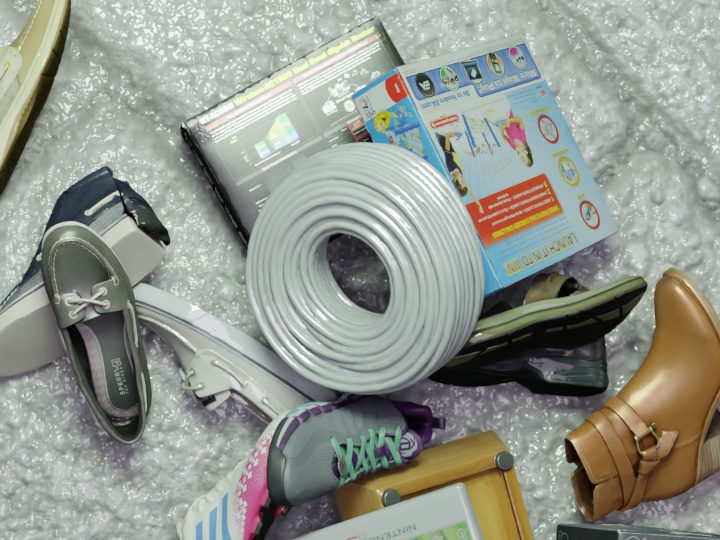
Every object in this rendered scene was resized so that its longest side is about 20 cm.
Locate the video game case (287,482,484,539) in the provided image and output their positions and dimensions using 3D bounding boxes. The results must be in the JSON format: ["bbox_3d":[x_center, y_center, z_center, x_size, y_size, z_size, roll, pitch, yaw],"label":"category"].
[{"bbox_3d":[0.031,0.291,1.387,0.182,0.022,0.200,-20,85,15],"label":"video game case"}]

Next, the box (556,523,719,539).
[{"bbox_3d":[0.243,0.267,1.429,0.132,0.200,0.115,5,84,-6],"label":"box"}]

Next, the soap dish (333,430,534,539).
[{"bbox_3d":[0.077,0.247,1.457,0.157,0.081,0.201,-13,85,-23],"label":"soap dish"}]

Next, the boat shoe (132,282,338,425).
[{"bbox_3d":[-0.119,0.085,1.477,0.200,0.071,0.070,33,79,-9],"label":"boat shoe"}]

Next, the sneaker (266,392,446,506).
[{"bbox_3d":[-0.002,0.139,1.413,0.087,0.200,0.075,1,104,25],"label":"sneaker"}]

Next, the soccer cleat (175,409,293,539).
[{"bbox_3d":[-0.108,0.198,1.449,0.086,0.070,0.200,24,95,24],"label":"soccer cleat"}]

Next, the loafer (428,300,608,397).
[{"bbox_3d":[0.118,0.062,1.507,0.199,0.073,0.072,8,74,-15],"label":"loafer"}]

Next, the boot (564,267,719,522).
[{"bbox_3d":[0.239,0.110,1.482,0.154,0.074,0.200,-21,108,-15],"label":"boot"}]

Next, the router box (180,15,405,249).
[{"bbox_3d":[-0.035,-0.106,1.505,0.200,0.062,0.150,-29,90,-8],"label":"router box"}]

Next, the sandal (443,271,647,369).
[{"bbox_3d":[0.150,0.030,1.452,0.200,0.080,0.057,-11,62,-19],"label":"sandal"}]

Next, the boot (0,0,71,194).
[{"bbox_3d":[-0.343,-0.171,1.476,0.154,0.072,0.200,23,83,-1],"label":"boot"}]

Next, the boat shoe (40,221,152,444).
[{"bbox_3d":[-0.209,0.054,1.422,0.067,0.057,0.200,-17,123,-6],"label":"boat shoe"}]

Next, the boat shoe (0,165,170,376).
[{"bbox_3d":[-0.253,0.000,1.476,0.200,0.075,0.093,-37,51,8],"label":"boat shoe"}]

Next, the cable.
[{"bbox_3d":[0.000,0.000,1.389,0.200,0.069,0.201,2,107,31],"label":"cable"}]

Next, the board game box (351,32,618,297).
[{"bbox_3d":[0.109,-0.088,1.465,0.200,0.056,0.196,-22,86,-50],"label":"board game box"}]
